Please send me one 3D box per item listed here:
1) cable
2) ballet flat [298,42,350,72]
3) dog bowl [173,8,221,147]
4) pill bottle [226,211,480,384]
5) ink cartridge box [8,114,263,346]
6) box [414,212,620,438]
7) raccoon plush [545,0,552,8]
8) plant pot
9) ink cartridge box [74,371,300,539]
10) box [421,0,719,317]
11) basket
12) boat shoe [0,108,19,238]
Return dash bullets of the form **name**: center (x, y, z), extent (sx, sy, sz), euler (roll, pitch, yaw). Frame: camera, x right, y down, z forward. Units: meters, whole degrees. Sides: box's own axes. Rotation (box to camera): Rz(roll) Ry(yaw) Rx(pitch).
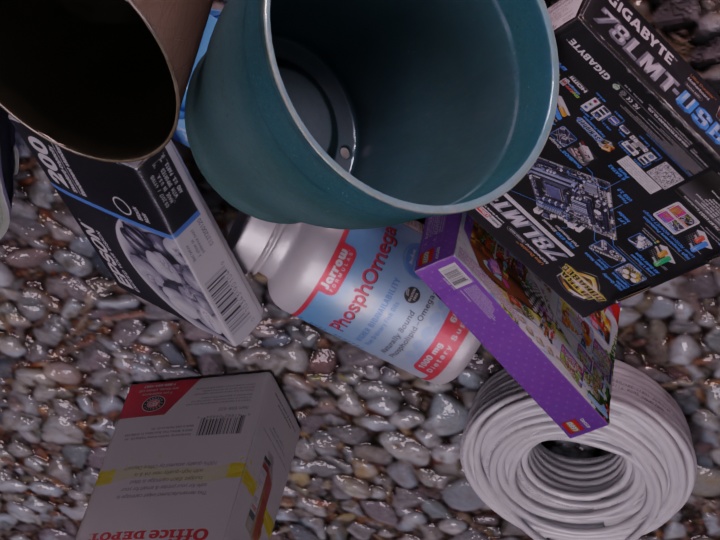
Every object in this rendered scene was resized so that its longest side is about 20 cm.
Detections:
- **cable**: center (0.185, 0.153, 1.471), extent (0.200, 0.069, 0.200), euler (35, 133, -18)
- **ballet flat**: center (0.013, -0.159, 1.202), extent (0.199, 0.070, 0.070), euler (6, 136, 10)
- **dog bowl**: center (-0.140, -0.155, 1.222), extent (0.199, 0.112, 0.050), euler (28, 146, -14)
- **pill bottle**: center (0.000, 0.000, 1.337), extent (0.199, 0.109, 0.109), euler (26, 136, -11)
- **ink cartridge box**: center (-0.183, -0.049, 1.312), extent (0.199, 0.043, 0.199), euler (25, 152, 39)
- **box**: center (0.122, 0.011, 1.293), extent (0.039, 0.137, 0.200), euler (-23, 124, 33)
- **raccoon plush**: center (0.157, -0.214, 1.109), extent (0.133, 0.097, 0.200), euler (0, 153, 3)
- **plant pot**: center (-0.011, -0.112, 1.077), extent (0.200, 0.201, 0.188), euler (34, 154, -19)
- **ink cartridge box**: center (-0.149, 0.194, 1.510), extent (0.144, 0.201, 0.084), euler (-5, 133, 21)
- **box**: center (0.152, -0.072, 1.150), extent (0.200, 0.050, 0.198), euler (41, 143, -16)
- **basket**: center (-0.157, -0.199, 1.107), extent (0.136, 0.201, 0.180), euler (-22, 123, 35)
- **boat shoe**: center (-0.301, -0.087, 1.369), extent (0.075, 0.061, 0.200), euler (19, 151, -7)
